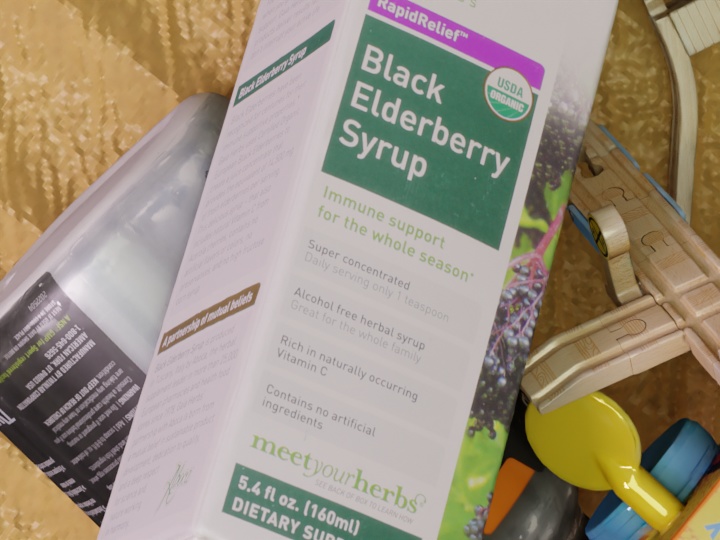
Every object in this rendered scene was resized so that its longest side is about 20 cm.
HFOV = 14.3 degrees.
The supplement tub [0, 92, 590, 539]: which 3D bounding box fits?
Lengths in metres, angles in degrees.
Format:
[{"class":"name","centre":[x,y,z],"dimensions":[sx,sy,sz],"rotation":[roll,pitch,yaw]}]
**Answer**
[{"class":"supplement tub","centre":[-0.018,0.054,0.884],"dimensions":[0.123,0.123,0.200],"rotation":[-44,99,6]}]

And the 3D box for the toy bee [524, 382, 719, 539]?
[{"class":"toy bee","centre":[0.108,0.062,0.818],"dimensions":[0.130,0.109,0.201],"rotation":[22,66,-8]}]

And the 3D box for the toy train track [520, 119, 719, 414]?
[{"class":"toy train track","centre":[0.080,-0.020,0.836],"dimensions":[0.114,0.200,0.033],"rotation":[-23,124,-9]}]

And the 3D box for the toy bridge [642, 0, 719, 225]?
[{"class":"toy bridge","centre":[0.135,0.000,0.926],"dimensions":[0.067,0.027,0.201],"rotation":[-27,99,4]}]

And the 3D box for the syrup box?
[{"class":"syrup box","centre":[0.000,0.000,0.792],"dimensions":[0.078,0.081,0.201],"rotation":[24,68,-19]}]
